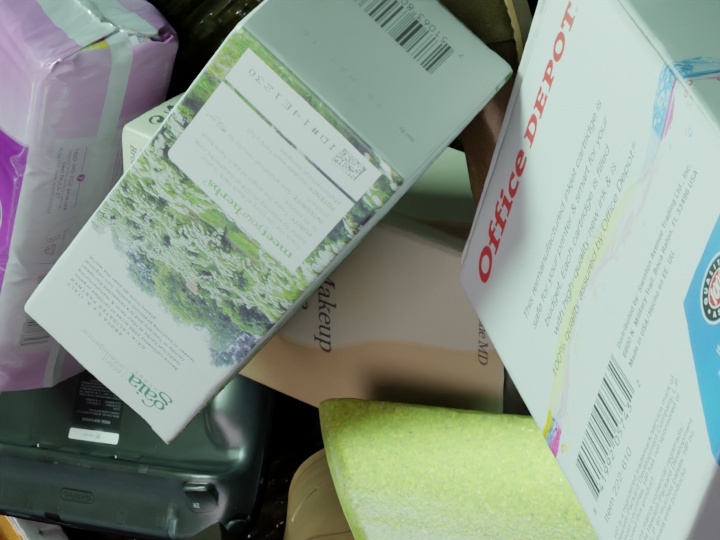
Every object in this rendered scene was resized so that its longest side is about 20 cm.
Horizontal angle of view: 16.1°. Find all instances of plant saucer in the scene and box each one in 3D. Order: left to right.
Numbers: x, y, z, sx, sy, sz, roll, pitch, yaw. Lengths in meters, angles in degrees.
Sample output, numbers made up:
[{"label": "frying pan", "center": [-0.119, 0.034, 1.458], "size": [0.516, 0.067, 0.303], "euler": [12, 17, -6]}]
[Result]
[{"label": "plant saucer", "center": [0.090, 0.140, 0.985], "size": [0.200, 0.048, 0.200], "euler": [4, 137, 31]}]

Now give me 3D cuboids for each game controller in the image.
[{"label": "game controller", "center": [-0.116, 0.070, 1.188], "size": [0.200, 0.042, 0.105], "euler": [4, 74, 41]}]

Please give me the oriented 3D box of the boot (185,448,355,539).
[{"label": "boot", "center": [0.010, 0.151, 1.116], "size": [0.200, 0.070, 0.146], "euler": [-24, 120, 20]}]

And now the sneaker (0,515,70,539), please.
[{"label": "sneaker", "center": [-0.205, 0.098, 1.290], "size": [0.077, 0.078, 0.200], "euler": [-4, 105, 67]}]

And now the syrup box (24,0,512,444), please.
[{"label": "syrup box", "center": [-0.038, -0.027, 0.933], "size": [0.079, 0.081, 0.200], "euler": [43, 138, 0]}]

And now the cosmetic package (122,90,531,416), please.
[{"label": "cosmetic package", "center": [0.000, 0.000, 1.034], "size": [0.200, 0.071, 0.105], "euler": [20, 126, 34]}]

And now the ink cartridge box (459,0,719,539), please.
[{"label": "ink cartridge box", "center": [0.114, 0.001, 0.831], "size": [0.200, 0.084, 0.145], "euler": [-117, 37, -52]}]

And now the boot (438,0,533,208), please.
[{"label": "boot", "center": [0.021, -0.105, 0.932], "size": [0.074, 0.075, 0.200], "euler": [-140, 34, -75]}]

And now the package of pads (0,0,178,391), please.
[{"label": "package of pads", "center": [-0.151, -0.056, 1.128], "size": [0.121, 0.076, 0.200], "euler": [50, 139, 33]}]
